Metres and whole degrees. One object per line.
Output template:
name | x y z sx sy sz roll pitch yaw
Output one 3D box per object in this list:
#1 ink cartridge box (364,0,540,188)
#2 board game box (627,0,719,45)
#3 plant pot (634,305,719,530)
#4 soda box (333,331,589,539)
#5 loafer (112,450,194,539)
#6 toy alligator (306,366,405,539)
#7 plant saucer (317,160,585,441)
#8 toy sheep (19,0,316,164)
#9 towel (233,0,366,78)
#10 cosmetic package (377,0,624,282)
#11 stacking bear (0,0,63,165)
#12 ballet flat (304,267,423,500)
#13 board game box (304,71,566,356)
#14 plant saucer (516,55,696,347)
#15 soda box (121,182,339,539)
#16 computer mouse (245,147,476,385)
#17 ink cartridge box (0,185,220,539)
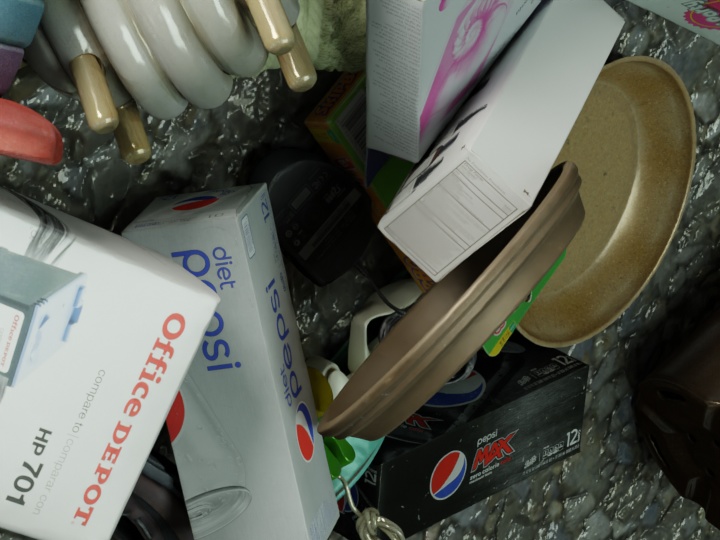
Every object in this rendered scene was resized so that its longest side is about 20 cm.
ink cartridge box | 0.070 -0.157 1.276 0.197 0.043 0.200 -53 161 -25
board game box | 0.204 -0.241 1.385 0.147 0.064 0.201 17 65 -45
plant pot | 0.318 0.082 1.700 0.198 0.200 0.201 -36 135 -21
soda box | 0.058 0.107 1.503 0.200 0.063 0.071 -22 126 -42
loafer | -0.139 0.119 1.281 0.063 0.072 0.200 -55 144 -5
toy alligator | -0.037 0.078 1.345 0.200 0.059 0.054 48 35 -16
plant saucer | 0.053 0.022 1.271 0.200 0.029 0.200 -46 -178 3
toy sheep | -0.098 -0.131 1.123 0.200 0.138 0.138 -22 135 3
towel | -0.039 -0.191 1.209 0.148 0.036 0.201 -7 120 -23
cosmetic package | 0.080 -0.084 1.310 0.051 0.083 0.200 44 39 -11
stacking bear | -0.181 -0.160 1.045 0.114 0.121 0.201 11 93 -38
ballet flat | -0.003 0.063 1.412 0.200 0.067 0.070 -47 130 -27
board game box | 0.050 -0.048 1.387 0.096 0.030 0.200 -53 123 -25
plant saucer | 0.144 -0.049 1.537 0.200 0.035 0.201 -27 130 -38
soda box | -0.069 0.059 1.266 0.063 0.068 0.201 -58 139 -68
computer mouse | 0.000 0.000 1.364 0.059 0.034 0.200 -47 122 -10
ink cartridge box | -0.189 0.033 1.116 0.200 0.086 0.147 23 92 -32
